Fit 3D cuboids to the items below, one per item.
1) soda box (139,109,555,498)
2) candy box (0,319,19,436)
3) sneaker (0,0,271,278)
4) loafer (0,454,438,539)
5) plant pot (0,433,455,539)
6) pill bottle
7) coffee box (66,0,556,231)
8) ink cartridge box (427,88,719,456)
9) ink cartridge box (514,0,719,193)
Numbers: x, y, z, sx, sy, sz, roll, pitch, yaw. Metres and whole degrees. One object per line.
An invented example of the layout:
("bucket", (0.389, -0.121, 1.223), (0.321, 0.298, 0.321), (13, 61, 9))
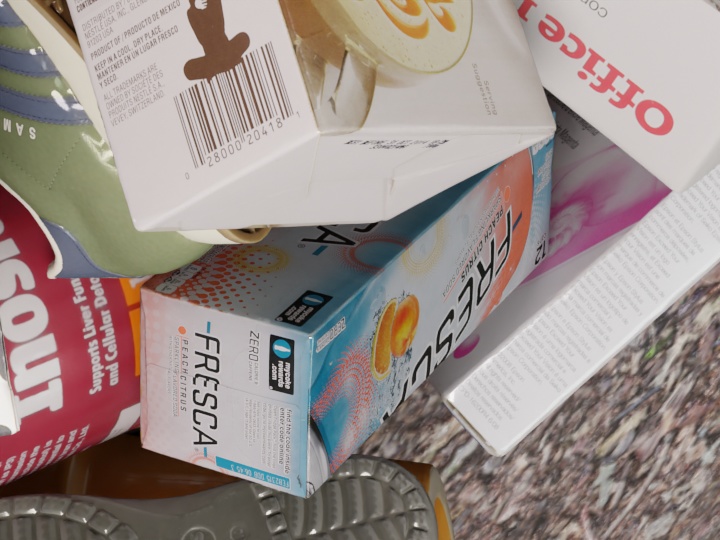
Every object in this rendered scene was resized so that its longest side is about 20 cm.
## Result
("soda box", (0.000, 0.000, 0.938), (0.200, 0.068, 0.064), (-42, 140, -52))
("candy box", (-0.201, -0.025, 0.696), (0.199, 0.072, 0.168), (-10, 106, -17))
("sneaker", (-0.115, -0.077, 0.833), (0.090, 0.200, 0.067), (-22, -158, 34))
("loafer", (-0.070, 0.116, 0.901), (0.199, 0.075, 0.070), (-8, 148, 2))
("plant pot", (-0.054, 0.147, 1.022), (0.182, 0.201, 0.200), (-6, 146, 6))
("pill bottle", (-0.158, 0.029, 0.905), (0.200, 0.113, 0.113), (-24, 143, -35))
("coffee box", (-0.032, -0.119, 0.799), (0.080, 0.201, 0.114), (-26, 165, 37))
("ink cartridge box", (0.096, -0.032, 1.084), (0.200, 0.196, 0.043), (-43, 109, 2))
("ink cartridge box", (0.107, -0.144, 0.827), (0.083, 0.145, 0.200), (-43, 169, -49))
